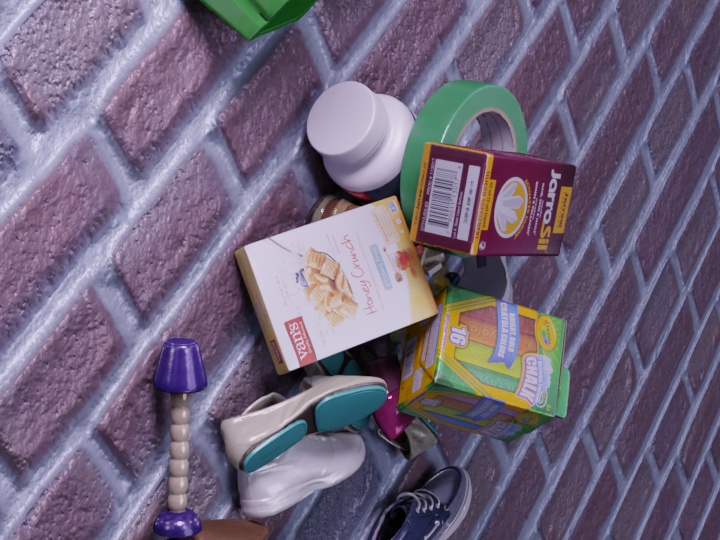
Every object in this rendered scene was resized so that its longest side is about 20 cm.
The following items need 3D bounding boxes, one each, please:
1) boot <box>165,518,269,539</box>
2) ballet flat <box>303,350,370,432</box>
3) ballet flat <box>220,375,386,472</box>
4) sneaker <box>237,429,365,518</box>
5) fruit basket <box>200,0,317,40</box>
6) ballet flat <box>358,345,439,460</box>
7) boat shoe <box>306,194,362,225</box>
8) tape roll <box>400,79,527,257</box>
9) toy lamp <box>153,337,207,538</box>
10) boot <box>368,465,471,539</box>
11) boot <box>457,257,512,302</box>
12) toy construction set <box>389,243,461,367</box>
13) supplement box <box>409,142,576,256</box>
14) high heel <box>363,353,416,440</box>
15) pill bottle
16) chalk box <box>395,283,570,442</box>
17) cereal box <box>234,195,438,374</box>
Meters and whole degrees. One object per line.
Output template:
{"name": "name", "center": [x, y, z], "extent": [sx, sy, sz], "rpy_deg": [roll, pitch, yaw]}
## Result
{"name": "boot", "center": [-0.176, 0.350, 1.555], "extent": [0.199, 0.070, 0.148], "rpy_deg": [0, 103, -55]}
{"name": "ballet flat", "center": [-0.042, 0.113, 1.700], "extent": [0.070, 0.069, 0.201], "rpy_deg": [-58, 145, -32]}
{"name": "ballet flat", "center": [-0.065, 0.152, 1.615], "extent": [0.199, 0.069, 0.070], "rpy_deg": [-23, 118, -26]}
{"name": "sneaker", "center": [-0.066, 0.207, 1.683], "extent": [0.199, 0.075, 0.089], "rpy_deg": [-24, 105, -51]}
{"name": "fruit basket", "center": [-0.093, -0.362, 1.444], "extent": [0.155, 0.214, 0.217], "rpy_deg": [-34, 124, -49]}
{"name": "ballet flat", "center": [0.037, 0.174, 1.831], "extent": [0.062, 0.067, 0.200], "rpy_deg": [-39, 129, -3]}
{"name": "boat shoe", "center": [0.000, 0.000, 1.727], "extent": [0.076, 0.073, 0.201], "rpy_deg": [-55, 138, -34]}
{"name": "tape roll", "center": [0.122, -0.118, 1.692], "extent": [0.200, 0.048, 0.202], "rpy_deg": [-24, 121, -47]}
{"name": "toy lamp", "center": [-0.185, 0.170, 1.502], "extent": [0.058, 0.058, 0.202], "rpy_deg": [-12, 106, -55]}
{"name": "boot", "center": [0.080, 0.315, 1.914], "extent": [0.200, 0.072, 0.091], "rpy_deg": [-55, 143, -34]}
{"name": "boot", "center": [0.165, 0.034, 1.846], "extent": [0.201, 0.073, 0.096], "rpy_deg": [-77, 151, -54]}
{"name": "toy construction set", "center": [0.078, 0.027, 1.846], "extent": [0.131, 0.092, 0.201], "rpy_deg": [-50, 146, -38]}
{"name": "supplement box", "center": [0.150, -0.077, 1.629], "extent": [0.199, 0.085, 0.111], "rpy_deg": [-1, 103, -54]}
{"name": "high heel", "center": [0.089, 0.139, 1.776], "extent": [0.199, 0.067, 0.097], "rpy_deg": [-12, 86, -33]}
{"name": "pill bottle", "center": [0.025, -0.134, 1.697], "extent": [0.200, 0.119, 0.121], "rpy_deg": [35, 68, -53]}
{"name": "chalk box", "center": [0.159, 0.116, 1.696], "extent": [0.198, 0.124, 0.125], "rpy_deg": [16, 64, -16]}
{"name": "cereal box", "center": [-0.025, 0.014, 1.613], "extent": [0.199, 0.039, 0.145], "rpy_deg": [-20, 89, -28]}
